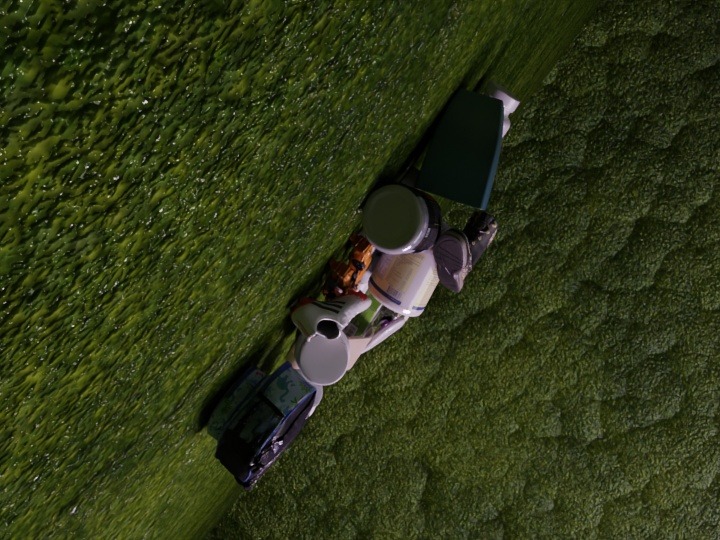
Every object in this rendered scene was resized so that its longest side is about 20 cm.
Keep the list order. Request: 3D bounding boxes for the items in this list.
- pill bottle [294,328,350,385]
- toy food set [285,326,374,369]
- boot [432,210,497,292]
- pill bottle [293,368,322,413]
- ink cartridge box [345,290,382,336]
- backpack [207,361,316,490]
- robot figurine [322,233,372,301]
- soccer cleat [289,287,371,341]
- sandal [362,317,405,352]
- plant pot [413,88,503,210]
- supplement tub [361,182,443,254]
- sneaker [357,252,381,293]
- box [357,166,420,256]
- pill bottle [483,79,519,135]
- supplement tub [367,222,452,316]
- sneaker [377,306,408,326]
[{"bbox_3d":[-0.079,0.156,1.185,0.115,0.113,0.200,-52,-172,1],"label":"pill bottle"},{"bbox_3d":[-0.074,0.187,1.439,0.195,0.061,0.145,0,140,-32],"label":"toy food set"},{"bbox_3d":[0.215,-0.060,1.175,0.152,0.072,0.201,-52,154,-19],"label":"boot"},{"bbox_3d":[-0.161,0.280,1.269,0.113,0.113,0.199,-46,-174,-38],"label":"pill bottle"},{"bbox_3d":[0.029,0.075,1.531,0.200,0.075,0.149,-49,172,-46],"label":"ink cartridge box"},{"bbox_3d":[-0.181,0.264,1.072,0.200,0.146,0.184,-44,169,-32],"label":"backpack"},{"bbox_3d":[-0.030,0.011,1.195,0.146,0.058,0.201,-49,172,-25],"label":"robot figurine"},{"bbox_3d":[-0.045,0.086,1.090,0.197,0.086,0.069,-2,143,-48],"label":"soccer cleat"},{"bbox_3d":[0.038,0.162,1.510,0.081,0.050,0.202,-22,165,-44],"label":"sandal"},{"bbox_3d":[0.210,-0.239,1.149,0.141,0.138,0.205,-18,126,-74],"label":"plant pot"},{"bbox_3d":[0.087,-0.093,1.094,0.124,0.122,0.199,-53,164,14],"label":"supplement tub"},{"bbox_3d":[0.000,0.000,1.359,0.198,0.075,0.090,-33,129,-21],"label":"sneaker"},{"bbox_3d":[0.060,-0.110,1.271,0.201,0.041,0.156,-52,173,-16],"label":"box"},{"bbox_3d":[0.269,-0.321,1.327,0.202,0.111,0.112,-56,172,27],"label":"pill bottle"},{"bbox_3d":[0.116,-0.019,1.281,0.203,0.143,0.145,-62,170,16],"label":"supplement tub"},{"bbox_3d":[0.096,0.089,1.494,0.088,0.077,0.202,-29,155,-33],"label":"sneaker"}]
